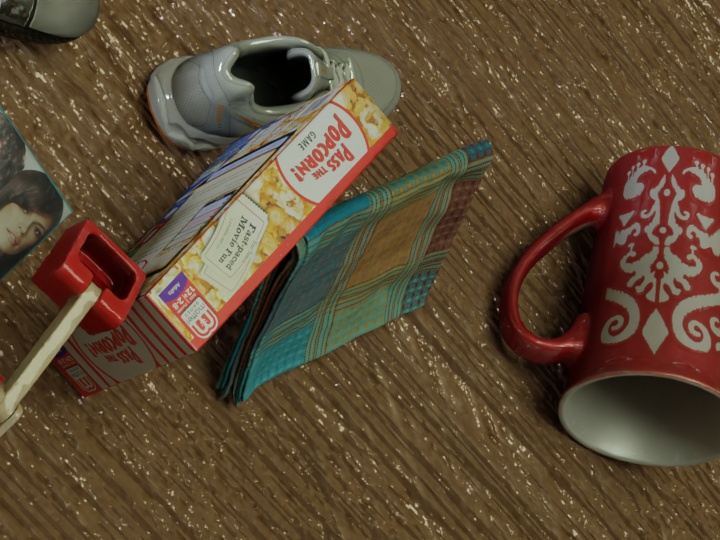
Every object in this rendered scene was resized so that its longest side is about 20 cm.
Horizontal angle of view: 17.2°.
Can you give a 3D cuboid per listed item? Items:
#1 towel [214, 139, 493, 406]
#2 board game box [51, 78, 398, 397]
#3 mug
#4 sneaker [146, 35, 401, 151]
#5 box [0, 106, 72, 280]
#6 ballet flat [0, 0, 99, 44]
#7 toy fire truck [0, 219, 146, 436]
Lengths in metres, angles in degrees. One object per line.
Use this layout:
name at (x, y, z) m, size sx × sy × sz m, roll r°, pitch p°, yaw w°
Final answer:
towel at (0.000, 0.000, 1.520) m, size 0.022 × 0.147 × 0.200 m, roll 42°, pitch 42°, yaw 21°
board game box at (-0.086, -0.019, 1.415) m, size 0.046 × 0.151 × 0.200 m, roll 49°, pitch 59°, yaw -12°
mug at (0.204, 0.012, 1.700) m, size 0.177 × 0.133 × 0.201 m, roll 33°, pitch 53°, yaw -31°
sneaker at (-0.036, -0.117, 1.551) m, size 0.199 × 0.092 × 0.076 m, roll -10°, pitch 83°, yaw -43°
box at (-0.256, -0.001, 1.314) m, size 0.200 × 0.049 × 0.082 m, roll -47°, pitch 117°, yaw -29°
ballet flat at (-0.250, -0.176, 1.419) m, size 0.199 × 0.046 × 0.068 m, roll 12°, pitch 84°, yaw -33°
toy fire truck at (-0.210, 0.072, 1.299) m, size 0.049 × 0.141 × 0.201 m, roll 45°, pitch 51°, yaw -21°
